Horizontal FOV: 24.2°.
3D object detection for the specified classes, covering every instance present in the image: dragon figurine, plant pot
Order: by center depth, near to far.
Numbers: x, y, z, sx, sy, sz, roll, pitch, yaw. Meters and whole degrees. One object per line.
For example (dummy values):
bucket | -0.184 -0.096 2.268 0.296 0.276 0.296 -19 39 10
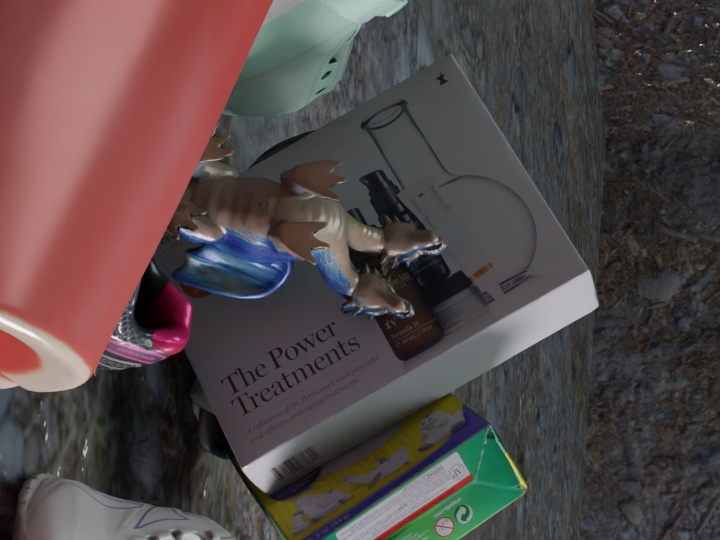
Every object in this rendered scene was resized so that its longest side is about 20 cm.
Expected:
plant pot | -0.128 -0.068 0.514 0.200 0.199 0.178 55 47 -67
dragon figurine | -0.058 -0.022 0.798 0.099 0.199 0.059 96 6 -72

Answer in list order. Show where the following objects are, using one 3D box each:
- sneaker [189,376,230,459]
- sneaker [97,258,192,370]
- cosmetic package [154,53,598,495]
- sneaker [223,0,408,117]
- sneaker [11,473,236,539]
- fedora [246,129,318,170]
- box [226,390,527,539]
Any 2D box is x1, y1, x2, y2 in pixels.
sneaker | -0.065 0.076 1.013 0.087 0.075 0.200 -62 161 -12
sneaker | -0.127 -0.036 0.711 0.200 0.074 0.081 73 21 -47
cosmetic package | 0.000 0.000 0.873 0.151 0.199 0.052 60 0 29
sneaker | -0.002 -0.146 0.825 0.118 0.200 0.074 75 -10 -69
sneaker | -0.102 0.134 0.782 0.200 0.087 0.075 24 67 -74
fedora | 0.008 0.001 1.034 0.200 0.176 0.091 49 33 -45
box | 0.000 0.102 0.899 0.048 0.117 0.200 59 -9 -16
